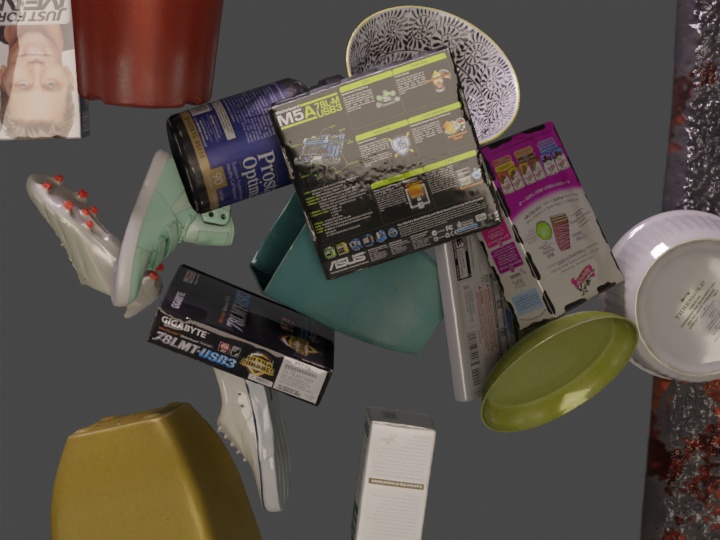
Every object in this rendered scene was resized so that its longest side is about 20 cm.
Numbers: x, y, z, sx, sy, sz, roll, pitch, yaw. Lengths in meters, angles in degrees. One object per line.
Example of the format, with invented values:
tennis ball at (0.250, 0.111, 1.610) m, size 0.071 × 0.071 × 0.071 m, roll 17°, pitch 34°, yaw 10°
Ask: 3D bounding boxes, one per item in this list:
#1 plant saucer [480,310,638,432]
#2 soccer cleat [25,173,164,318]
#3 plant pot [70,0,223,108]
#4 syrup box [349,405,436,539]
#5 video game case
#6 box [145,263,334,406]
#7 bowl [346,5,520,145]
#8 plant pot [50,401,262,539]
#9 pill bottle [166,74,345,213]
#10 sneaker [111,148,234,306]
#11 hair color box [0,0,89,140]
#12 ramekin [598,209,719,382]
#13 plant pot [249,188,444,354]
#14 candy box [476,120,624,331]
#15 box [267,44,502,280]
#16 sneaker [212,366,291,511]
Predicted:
plant saucer at (0.214, 0.106, 1.628) m, size 0.199 × 0.200 × 0.031 m, roll -32°, pitch 59°, yaw 2°
soccer cleat at (-0.313, -0.028, 1.676) m, size 0.200 × 0.069 × 0.078 m, roll 43°, pitch 111°, yaw -4°
plant pot at (-0.231, -0.284, 1.590) m, size 0.199 × 0.201 × 0.197 m, roll 4°, pitch 106°, yaw -3°
syrup box at (0.034, 0.269, 1.721) m, size 0.081 × 0.079 × 0.202 m, roll 8°, pitch 98°, yaw -4°
video game case at (0.162, 0.030, 1.669) m, size 0.182 × 0.022 × 0.202 m, roll -15°, pitch 100°, yaw -40°
box at (-0.127, 0.068, 1.627) m, size 0.197 × 0.200 × 0.050 m, roll 23°, pitch 101°, yaw -5°
bowl at (0.068, -0.188, 1.637) m, size 0.199 × 0.094 × 0.202 m, roll 10°, pitch 54°, yaw -13°
plant pot at (-0.237, 0.260, 1.649) m, size 0.193 × 0.195 × 0.202 m, roll -12°, pitch 91°, yaw 10°
pill bottle at (-0.103, -0.143, 1.598) m, size 0.199 × 0.112 × 0.113 m, roll -19°, pitch 98°, yaw -9°
sneaker at (-0.202, -0.035, 1.636) m, size 0.117 × 0.074 × 0.202 m, roll 21°, pitch 58°, yaw -9°
hair color box at (-0.360, -0.248, 1.646) m, size 0.099 × 0.061 × 0.202 m, roll -2°, pitch 98°, yaw -1°
ramekin at (0.380, 0.034, 1.690) m, size 0.198 × 0.105 × 0.202 m, roll 0°, pitch 97°, yaw -2°
plant pot at (0.000, 0.000, 1.659) m, size 0.199 × 0.141 × 0.142 m, roll 31°, pitch 96°, yaw -16°
candy box at (0.195, -0.051, 1.633) m, size 0.136 × 0.061 × 0.201 m, roll -23°, pitch 87°, yaw -41°
box at (0.027, -0.111, 1.525) m, size 0.199 × 0.048 × 0.194 m, roll -18°, pitch 101°, yaw 6°
sneaker at (-0.128, 0.184, 1.716) m, size 0.070 × 0.073 × 0.202 m, roll -9°, pitch 92°, yaw 15°
